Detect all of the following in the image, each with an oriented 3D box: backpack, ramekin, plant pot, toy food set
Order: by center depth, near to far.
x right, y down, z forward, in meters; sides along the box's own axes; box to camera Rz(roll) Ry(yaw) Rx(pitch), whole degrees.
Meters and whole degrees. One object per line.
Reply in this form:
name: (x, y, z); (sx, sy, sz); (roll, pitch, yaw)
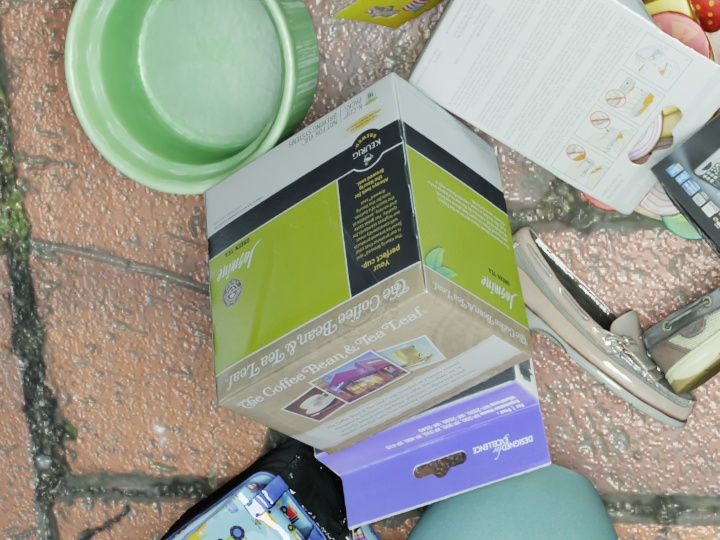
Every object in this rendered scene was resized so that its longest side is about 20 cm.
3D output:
toy food set: (0.245, -0.125, 1.080); (0.197, 0.049, 0.201); (-20, 96, 22)
plant pot: (0.127, 0.225, 1.146); (0.198, 0.200, 0.136); (10, 71, 16)
ramekin: (-0.130, -0.169, 1.171); (0.198, 0.098, 0.202); (5, 104, 18)
backpack: (-0.064, 0.272, 1.237); (0.182, 0.135, 0.201); (-36, 93, 23)

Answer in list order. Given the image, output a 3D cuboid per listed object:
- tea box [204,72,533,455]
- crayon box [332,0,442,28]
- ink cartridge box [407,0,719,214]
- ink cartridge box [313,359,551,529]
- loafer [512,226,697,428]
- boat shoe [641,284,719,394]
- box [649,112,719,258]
tea box: (0.000, 0.000, 1.076); (0.199, 0.133, 0.198); (-28, 50, 30)
crayon box: (0.071, -0.255, 1.064); (0.199, 0.127, 0.051); (-32, 81, 22)
ink cartridge box: (0.153, -0.150, 1.044); (0.199, 0.050, 0.163); (29, 137, -4)
ink cartridge box: (0.044, 0.080, 1.131); (0.197, 0.043, 0.202); (-25, 60, 32)
loafer: (0.186, 0.043, 1.133); (0.199, 0.072, 0.063); (36, 104, 11)
boat shoe: (0.295, 0.007, 1.077); (0.200, 0.073, 0.065); (-43, 74, 8)
box: (0.314, -0.045, 0.958); (0.157, 0.050, 0.201); (-38, 50, 7)
